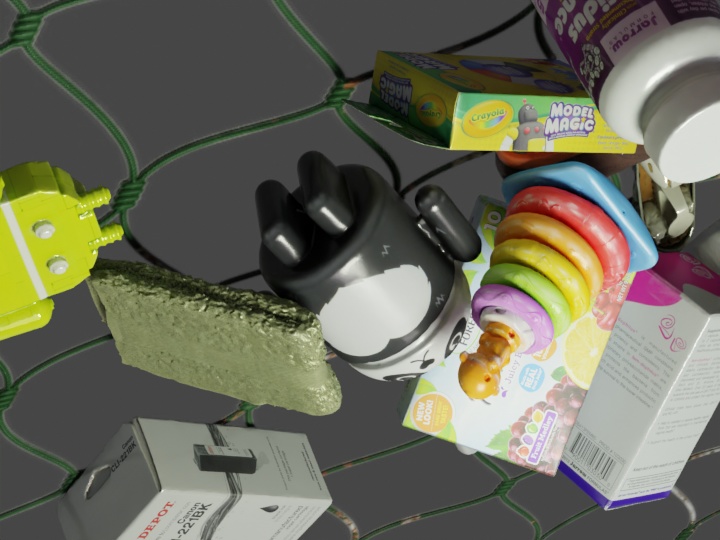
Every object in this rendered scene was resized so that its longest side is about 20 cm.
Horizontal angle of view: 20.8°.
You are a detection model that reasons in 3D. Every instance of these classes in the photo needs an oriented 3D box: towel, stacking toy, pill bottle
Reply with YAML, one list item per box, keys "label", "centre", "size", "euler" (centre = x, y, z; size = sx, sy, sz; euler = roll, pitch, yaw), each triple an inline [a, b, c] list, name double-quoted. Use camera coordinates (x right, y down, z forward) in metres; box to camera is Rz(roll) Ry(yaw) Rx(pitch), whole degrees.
- label: "towel"
  centre: [-0.114, 0.050, 1.519]
  size: [0.199, 0.037, 0.149]
  euler: [14, 152, 16]
- label: "stacking toy"
  centre: [0.129, 0.023, 1.505]
  size: [0.116, 0.200, 0.109]
  euler: [47, 148, -22]
- label: "pill bottle"
  centre: [0.204, -0.162, 1.392]
  size: [0.112, 0.201, 0.113]
  euler: [-18, 145, -13]

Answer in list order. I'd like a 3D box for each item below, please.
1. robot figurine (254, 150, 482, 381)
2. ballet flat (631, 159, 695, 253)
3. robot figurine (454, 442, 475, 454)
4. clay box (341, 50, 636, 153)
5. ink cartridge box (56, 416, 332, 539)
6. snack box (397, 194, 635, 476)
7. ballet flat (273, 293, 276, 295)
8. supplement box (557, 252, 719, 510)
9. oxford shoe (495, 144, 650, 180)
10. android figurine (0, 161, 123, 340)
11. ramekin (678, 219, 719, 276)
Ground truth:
- label: "robot figurine"
  centre: [0.001, 0.000, 1.517]
  size: [0.150, 0.125, 0.200]
  euler: [-1, 143, 44]
- label: "ballet flat"
  centre: [0.261, -0.085, 1.657]
  size: [0.067, 0.064, 0.200]
  euler: [-22, 146, -5]
- label: "robot figurine"
  centre: [0.142, 0.093, 1.771]
  size: [0.169, 0.113, 0.200]
  euler: [-42, 146, -6]
- label: "clay box"
  centre: [0.097, -0.125, 1.445]
  size: [0.199, 0.115, 0.048]
  euler: [0, 110, -33]
- label: "ink cartridge box"
  centre: [-0.150, 0.211, 1.762]
  size: [0.199, 0.084, 0.144]
  euler: [10, 133, -41]
- label: "snack box"
  centre: [0.131, 0.054, 1.641]
  size: [0.141, 0.053, 0.201]
  euler: [19, 100, -7]
- label: "ballet flat"
  centre: [-0.001, 0.023, 1.641]
  size: [0.199, 0.067, 0.067]
  euler: [8, 113, -44]
- label: "supplement box"
  centre: [0.249, 0.093, 1.702]
  size: [0.103, 0.101, 0.201]
  euler: [-3, 125, -47]
- label: "oxford shoe"
  centre: [0.204, -0.112, 1.579]
  size: [0.198, 0.072, 0.073]
  euler: [-10, 151, 0]
- label: "android figurine"
  centre: [-0.272, -0.012, 1.424]
  size: [0.199, 0.041, 0.183]
  euler: [-19, 145, -8]
- label: "ramekin"
  centre: [0.362, 0.019, 1.797]
  size: [0.199, 0.105, 0.200]
  euler: [-29, 158, -13]
